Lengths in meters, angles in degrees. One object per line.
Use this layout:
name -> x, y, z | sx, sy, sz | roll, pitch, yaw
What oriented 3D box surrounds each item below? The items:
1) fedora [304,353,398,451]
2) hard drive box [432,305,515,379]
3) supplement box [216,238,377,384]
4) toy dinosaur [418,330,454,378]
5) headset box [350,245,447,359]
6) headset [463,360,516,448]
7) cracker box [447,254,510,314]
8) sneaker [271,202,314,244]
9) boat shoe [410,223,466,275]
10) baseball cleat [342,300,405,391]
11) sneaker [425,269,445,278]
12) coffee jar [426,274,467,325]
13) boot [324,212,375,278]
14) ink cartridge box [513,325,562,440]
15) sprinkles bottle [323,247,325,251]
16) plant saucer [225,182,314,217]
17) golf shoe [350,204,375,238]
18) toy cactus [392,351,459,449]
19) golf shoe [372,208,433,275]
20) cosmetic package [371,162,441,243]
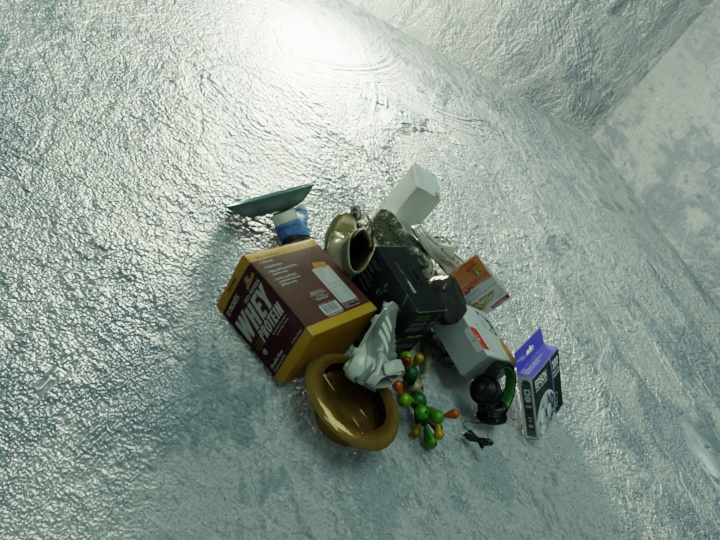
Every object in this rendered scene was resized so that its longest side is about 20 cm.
fedora -> -0.027, 0.242, 1.163 | 0.199, 0.082, 0.202 | 26, 35, -19
hard drive box -> 0.255, 0.162, 1.488 | 0.199, 0.077, 0.157 | 20, 35, -56
supplement box -> -0.118, 0.068, 1.230 | 0.200, 0.133, 0.196 | 46, 33, 19
toy dinosaur -> 0.166, 0.182, 1.465 | 0.087, 0.048, 0.201 | 23, 37, -11
headset box -> 0.057, 0.070, 1.347 | 0.092, 0.201, 0.175 | -1, 48, -44
headset -> 0.281, 0.282, 1.381 | 0.093, 0.125, 0.200 | 13, 45, 41
cracker box -> 0.265, 0.054, 1.569 | 0.200, 0.133, 0.058 | 35, 22, -56
sneaker -> -0.144, -0.084, 1.465 | 0.200, 0.076, 0.112 | -96, 166, -80
boat shoe -> 0.200, -0.053, 1.590 | 0.200, 0.069, 0.071 | 44, 15, -25
baseball cleat -> 0.044, 0.143, 1.201 | 0.106, 0.070, 0.200 | 31, 48, 6
sneaker -> 0.145, 0.047, 1.598 | 0.087, 0.076, 0.199 | 31, 26, 18
coffee jar -> 0.128, 0.063, 1.413 | 0.085, 0.199, 0.105 | -45, 118, -36
boot -> -0.022, -0.056, 1.359 | 0.071, 0.155, 0.202 | 23, 60, -18
ink cartridge box -> 0.413, 0.252, 1.514 | 0.198, 0.043, 0.203 | -26, 108, -55
sprinkles bottle -> 0.000, 0.000, 1.499 | 0.198, 0.068, 0.069 | 15, 39, -32
plant saucer -> -0.190, -0.147, 1.422 | 0.200, 0.199, 0.039 | -28, 107, -55
golf shoe -> 0.003, -0.084, 1.600 | 0.088, 0.077, 0.201 | 34, 33, -20
toy cactus -> 0.114, 0.236, 1.277 | 0.202, 0.101, 0.165 | 62, 1, -12
golf shoe -> 0.104, -0.063, 1.607 | 0.201, 0.078, 0.097 | 56, 21, 21
cosmetic package -> 0.114, -0.158, 1.681 | 0.080, 0.201, 0.114 | 24, 34, -21
